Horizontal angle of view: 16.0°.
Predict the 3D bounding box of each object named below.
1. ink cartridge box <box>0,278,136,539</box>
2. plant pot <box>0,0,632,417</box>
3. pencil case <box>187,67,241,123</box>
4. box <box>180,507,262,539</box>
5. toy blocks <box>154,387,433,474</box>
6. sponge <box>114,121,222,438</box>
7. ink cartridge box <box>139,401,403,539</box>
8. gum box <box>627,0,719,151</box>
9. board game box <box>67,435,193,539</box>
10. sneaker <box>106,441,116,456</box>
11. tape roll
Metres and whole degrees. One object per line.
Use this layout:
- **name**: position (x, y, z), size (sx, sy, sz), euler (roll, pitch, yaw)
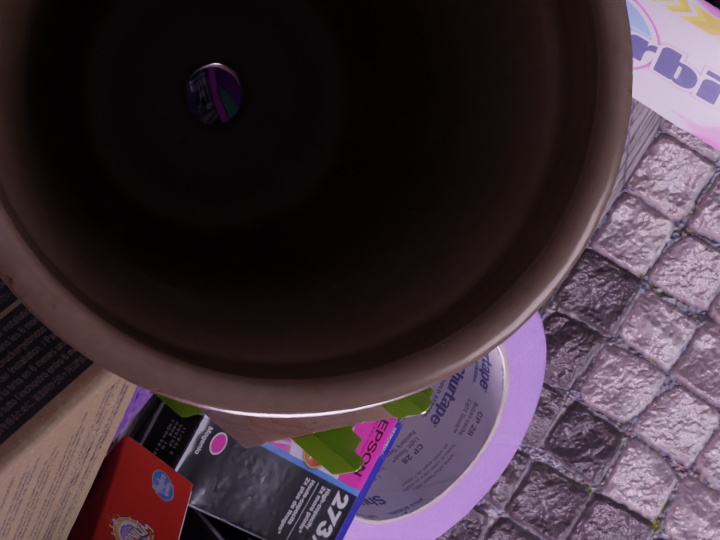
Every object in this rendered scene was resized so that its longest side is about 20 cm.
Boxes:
- **ink cartridge box**: position (-0.166, 0.105, 0.884), size (0.165, 0.075, 0.200), euler (-43, 164, -55)
- **plant pot**: position (-0.037, -0.059, 0.780), size (0.200, 0.200, 0.175), euler (-57, -170, -6)
- **pencil case**: position (0.011, -0.114, 1.085), size (0.200, 0.085, 0.093), euler (-48, 151, -47)
- **box**: position (-0.088, 0.245, 1.383), size (0.197, 0.124, 0.200), euler (-57, -156, 1)
- **toy blocks**: position (0.000, 0.000, 1.067), size (0.137, 0.100, 0.200), euler (-54, -165, -22)
- **sponge**: position (-0.094, 0.016, 1.131), size (0.200, 0.030, 0.112), euler (-52, 168, -30)
- **ink cartridge box**: position (-0.040, 0.101, 1.391), size (0.200, 0.037, 0.095), euler (33, 83, -53)
- **gum box**: position (0.148, -0.152, 1.330), size (0.066, 0.200, 0.114), euler (-54, 172, -24)
- **board game box**: position (-0.143, 0.173, 1.074), size (0.153, 0.040, 0.200), euler (-47, -168, 17)
- **sneaker**: position (-0.124, 0.157, 1.240), size (0.075, 0.090, 0.200), euler (-52, 169, -37)
- **tape roll**: position (0.015, 0.075, 1.517), size (0.200, 0.066, 0.200), euler (-25, 133, -29)
